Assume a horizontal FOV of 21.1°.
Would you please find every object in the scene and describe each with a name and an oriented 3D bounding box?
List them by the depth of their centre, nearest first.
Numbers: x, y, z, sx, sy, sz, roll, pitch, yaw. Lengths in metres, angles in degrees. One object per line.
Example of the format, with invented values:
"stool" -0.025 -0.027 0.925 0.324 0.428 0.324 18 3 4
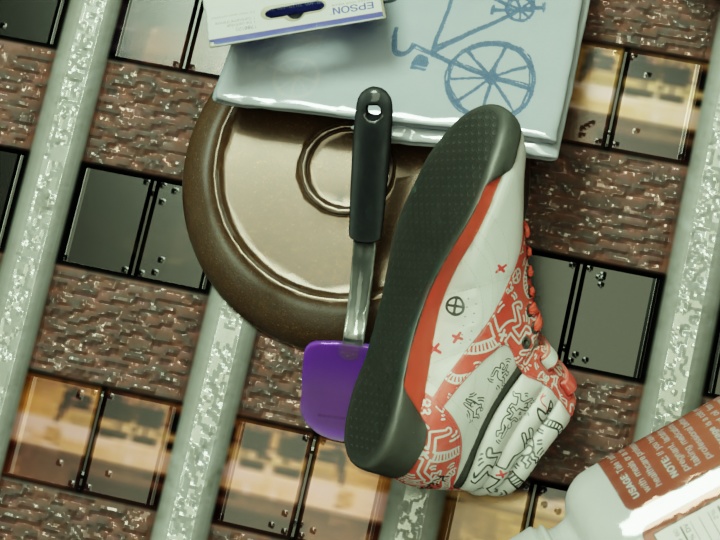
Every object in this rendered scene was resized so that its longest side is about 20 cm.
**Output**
"pill bottle" 0.177 0.130 0.980 0.200 0.112 0.112 -28 77 2
"sneaker" 0.070 0.021 1.018 0.108 0.067 0.202 19 89 -31
"spatula" 0.000 0.000 1.035 0.056 0.021 0.200 6 103 6
"snack bag" 0.028 -0.151 1.077 0.200 0.021 0.189 7 61 11
"ink cartridge box" -0.043 -0.199 1.080 0.099 0.039 0.200 -8 58 2
"plant saucer" -0.005 -0.053 1.082 0.200 0.034 0.200 -1 79 7
